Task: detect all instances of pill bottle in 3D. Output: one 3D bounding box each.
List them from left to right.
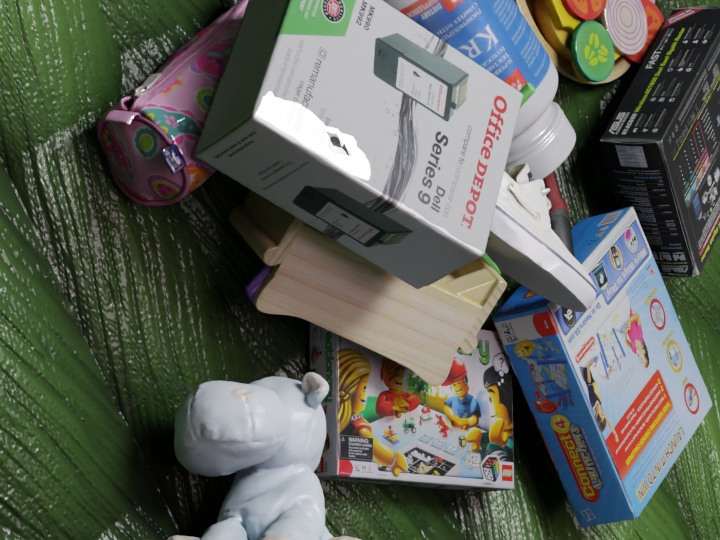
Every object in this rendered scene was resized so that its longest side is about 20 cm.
[{"bbox_3d":[0.089,-0.164,1.702,0.200,0.112,0.113,53,51,-24],"label":"pill bottle"}]

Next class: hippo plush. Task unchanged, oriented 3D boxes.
[{"bbox_3d":[-0.050,0.151,1.478,0.199,0.159,0.163,7,79,-43],"label":"hippo plush"}]

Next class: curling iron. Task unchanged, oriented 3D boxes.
[{"bbox_3d":[0.154,-0.050,1.755,0.050,0.025,0.201,46,27,-41],"label":"curling iron"}]

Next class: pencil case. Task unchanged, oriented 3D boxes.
[{"bbox_3d":[-0.104,-0.130,1.525,0.200,0.087,0.088,-47,115,-37],"label":"pencil case"}]

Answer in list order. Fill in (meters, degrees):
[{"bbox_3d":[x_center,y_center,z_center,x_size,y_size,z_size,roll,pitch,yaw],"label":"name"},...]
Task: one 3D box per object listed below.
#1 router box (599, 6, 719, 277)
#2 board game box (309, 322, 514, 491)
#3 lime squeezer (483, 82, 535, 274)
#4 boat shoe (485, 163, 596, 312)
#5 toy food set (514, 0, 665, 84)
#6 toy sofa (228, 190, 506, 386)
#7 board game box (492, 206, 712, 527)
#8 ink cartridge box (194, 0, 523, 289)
[{"bbox_3d":[0.288,-0.116,1.895,0.201,0.062,0.151,-57,137,-39],"label":"router box"},{"bbox_3d":[0.042,0.103,1.665,0.199,0.034,0.128,9,76,-44],"label":"board game box"},{"bbox_3d":[0.091,-0.062,1.686,0.070,0.201,0.038,2,44,-6],"label":"lime squeezer"},{"bbox_3d":[0.115,-0.048,1.634,0.200,0.071,0.070,39,75,-18],"label":"boat shoe"},{"bbox_3d":[0.200,-0.259,1.875,0.200,0.048,0.199,-41,111,-41],"label":"toy food set"},{"bbox_3d":[0.000,0.000,1.588,0.199,0.083,0.098,24,103,-31],"label":"toy sofa"},{"bbox_3d":[0.206,0.078,1.793,0.200,0.056,0.197,-42,113,-52],"label":"board game box"},{"bbox_3d":[0.004,-0.102,1.488,0.199,0.084,0.147,30,58,-23],"label":"ink cartridge box"}]
